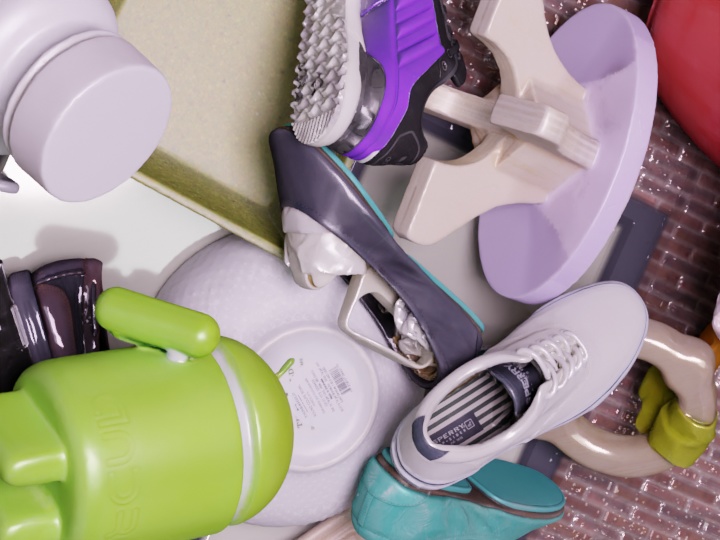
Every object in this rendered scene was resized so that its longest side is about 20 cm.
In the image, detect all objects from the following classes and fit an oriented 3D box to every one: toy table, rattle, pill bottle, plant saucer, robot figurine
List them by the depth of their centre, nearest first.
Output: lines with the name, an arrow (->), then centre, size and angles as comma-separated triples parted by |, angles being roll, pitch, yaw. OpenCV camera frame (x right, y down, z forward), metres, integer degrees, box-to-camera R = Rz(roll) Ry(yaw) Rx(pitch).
pill bottle -> -0.201, -0.131, 0.958 | 0.114, 0.200, 0.115 | -37, 152, -24
robot figurine -> -0.126, 0.101, 0.988 | 0.199, 0.116, 0.176 | -9, 120, -32
plant saucer -> -0.084, -0.136, 1.076 | 0.199, 0.048, 0.201 | 28, 83, -21
toy table -> 0.099, -0.089, 1.093 | 0.117, 0.183, 0.201 | 19, 81, -36
rattle -> 0.153, 0.058, 1.198 | 0.199, 0.143, 0.131 | 2, 138, 19

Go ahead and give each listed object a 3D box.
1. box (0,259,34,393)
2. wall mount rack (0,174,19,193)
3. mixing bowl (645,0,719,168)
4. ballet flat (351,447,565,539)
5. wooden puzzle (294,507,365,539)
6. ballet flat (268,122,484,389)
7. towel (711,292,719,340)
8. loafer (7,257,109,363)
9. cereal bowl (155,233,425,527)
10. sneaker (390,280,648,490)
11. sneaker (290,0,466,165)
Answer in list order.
box -> -0.281, 0.094, 0.985 | 0.199, 0.049, 0.160 | -26, 121, -21
wall mount rack -> -0.304, -0.016, 1.023 | 0.173, 0.075, 0.201 | 14, 94, -23
mixing bowl -> 0.259, -0.163, 1.137 | 0.108, 0.200, 0.201 | 30, 89, 23
ballet flat -> 0.060, 0.162, 1.151 | 0.200, 0.067, 0.071 | 15, 112, -49
wooden puzzle -> -0.027, 0.274, 1.180 | 0.199, 0.037, 0.186 | -32, 107, -6
ballet flat -> 0.000, 0.000, 1.055 | 0.073, 0.073, 0.200 | -45, 114, -6
towel -> 0.293, -0.032, 1.165 | 0.032, 0.200, 0.192 | 22, 89, 21
loafer -> -0.165, 0.089, 1.081 | 0.063, 0.072, 0.201 | -19, 101, -9
cereal bowl -> -0.046, 0.075, 1.113 | 0.199, 0.083, 0.201 | -3, 99, -17
sneaker -> 0.109, 0.070, 1.063 | 0.200, 0.071, 0.073 | -36, 84, -20
sneaker -> 0.021, -0.153, 1.045 | 0.099, 0.069, 0.201 | 20, 69, -28
